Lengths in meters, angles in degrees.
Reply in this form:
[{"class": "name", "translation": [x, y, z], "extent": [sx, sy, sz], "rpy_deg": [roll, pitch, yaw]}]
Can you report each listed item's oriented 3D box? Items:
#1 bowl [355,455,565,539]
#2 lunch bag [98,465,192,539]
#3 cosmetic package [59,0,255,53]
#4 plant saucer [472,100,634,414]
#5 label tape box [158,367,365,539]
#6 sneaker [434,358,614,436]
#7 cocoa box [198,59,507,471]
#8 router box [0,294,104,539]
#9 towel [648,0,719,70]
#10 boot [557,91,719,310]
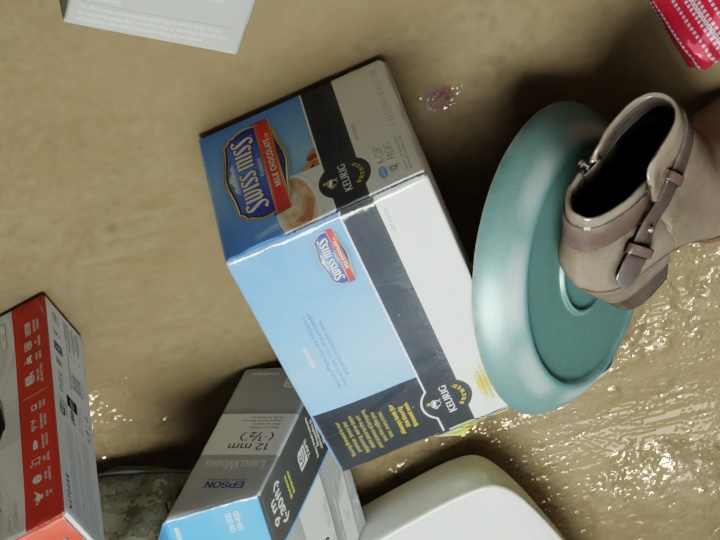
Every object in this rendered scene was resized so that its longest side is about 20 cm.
[{"class": "bowl", "translation": [0.059, 0.231, 1.328], "extent": [0.199, 0.075, 0.200], "rpy_deg": [-32, 128, 10]}, {"class": "lunch bag", "translation": [-0.164, 0.241, 1.235], "extent": [0.166, 0.140, 0.201], "rpy_deg": [-12, 130, -6]}, {"class": "cosmetic package", "translation": [-0.091, -0.226, 0.924], "extent": [0.106, 0.090, 0.201], "rpy_deg": [10, 121, -23]}, {"class": "plant saucer", "translation": [0.134, -0.006, 1.104], "extent": [0.027, 0.201, 0.201], "rpy_deg": [9, 140, 34]}, {"class": "label tape box", "translation": [-0.065, 0.181, 1.161], "extent": [0.066, 0.200, 0.144], "rpy_deg": [-2, 123, 19]}, {"class": "sneaker", "translation": [0.079, 0.073, 1.219], "extent": [0.198, 0.076, 0.077], "rpy_deg": [-9, 137, 5]}, {"class": "cocoa box", "translation": [0.000, 0.000, 1.092], "extent": [0.130, 0.134, 0.201], "rpy_deg": [-23, 130, 4]}, {"class": "router box", "translation": [-0.254, 0.133, 1.086], "extent": [0.179, 0.201, 0.049], "rpy_deg": [-28, 130, 8]}, {"class": "towel", "translation": [0.260, -0.222, 1.059], "extent": [0.199, 0.023, 0.145], "rpy_deg": [-32, 128, 11]}, {"class": "boot", "translation": [0.192, -0.066, 1.068], "extent": [0.201, 0.070, 0.146], "rpy_deg": [-56, 152, -14]}]
